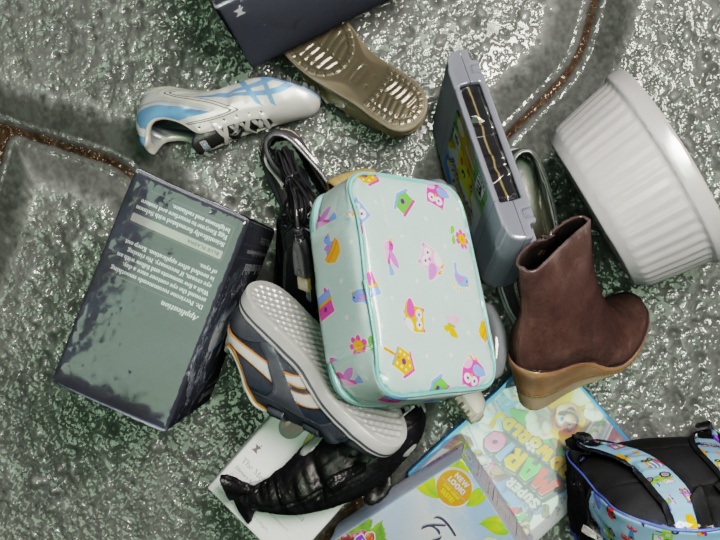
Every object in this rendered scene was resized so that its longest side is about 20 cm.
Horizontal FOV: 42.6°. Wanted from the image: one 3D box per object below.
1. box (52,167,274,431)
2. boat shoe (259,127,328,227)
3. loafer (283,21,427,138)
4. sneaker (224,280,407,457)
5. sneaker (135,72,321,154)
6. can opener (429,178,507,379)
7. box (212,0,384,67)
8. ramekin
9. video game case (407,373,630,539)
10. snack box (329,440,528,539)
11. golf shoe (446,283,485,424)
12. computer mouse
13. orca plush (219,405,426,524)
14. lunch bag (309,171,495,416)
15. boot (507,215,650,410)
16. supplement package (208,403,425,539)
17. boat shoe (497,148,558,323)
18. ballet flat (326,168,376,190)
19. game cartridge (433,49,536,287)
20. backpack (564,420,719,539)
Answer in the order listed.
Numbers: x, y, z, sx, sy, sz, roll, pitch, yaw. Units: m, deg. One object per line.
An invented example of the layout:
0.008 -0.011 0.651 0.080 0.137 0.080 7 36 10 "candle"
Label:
-0.179 0.027 0.891 0.115 0.197 0.203 22 90 2 "box"
-0.048 -0.055 0.952 0.072 0.063 0.203 -28 88 3 "boat shoe"
-0.012 -0.198 0.952 0.076 0.068 0.200 -43 71 -9 "loafer"
-0.044 0.103 0.828 0.200 0.078 0.080 45 120 21 "sneaker"
-0.135 -0.156 0.952 0.195 0.072 0.074 -5 74 9 "sneaker"
0.098 0.010 0.893 0.065 0.052 0.204 -17 75 23 "can opener"
-0.071 -0.344 0.900 0.194 0.118 0.203 -25 70 2 "box"
0.259 -0.080 0.878 0.093 0.202 0.205 -30 88 13 "ramekin"
0.166 0.198 0.961 0.200 0.018 0.144 -42 88 2 "video game case"
0.090 0.305 0.926 0.167 0.068 0.202 -33 91 11 "snack box"
0.095 0.053 0.940 0.096 0.078 0.203 -26 88 -5 "golf shoe"
-0.054 -0.006 0.892 0.045 0.141 0.204 -3 119 -12 "computer mouse"
-0.032 0.173 0.834 0.196 0.071 0.108 -11 90 2 "orca plush"
0.040 0.022 0.806 0.076 0.158 0.204 -21 72 45 "lunch bag"
0.215 0.025 0.868 0.198 0.072 0.169 -30 130 -32 "boot"
-0.039 0.170 0.925 0.113 0.110 0.201 41 91 2 "supplement package"
0.168 -0.025 0.937 0.071 0.071 0.204 -12 89 2 "boat shoe"
0.000 0.000 0.896 0.062 0.069 0.204 -4 72 -10 "ballet flat"
0.115 -0.093 0.898 0.040 0.134 0.204 -14 68 -5 "game cartridge"
0.296 0.234 0.855 0.178 0.200 0.138 -3 98 -6 "backpack"
